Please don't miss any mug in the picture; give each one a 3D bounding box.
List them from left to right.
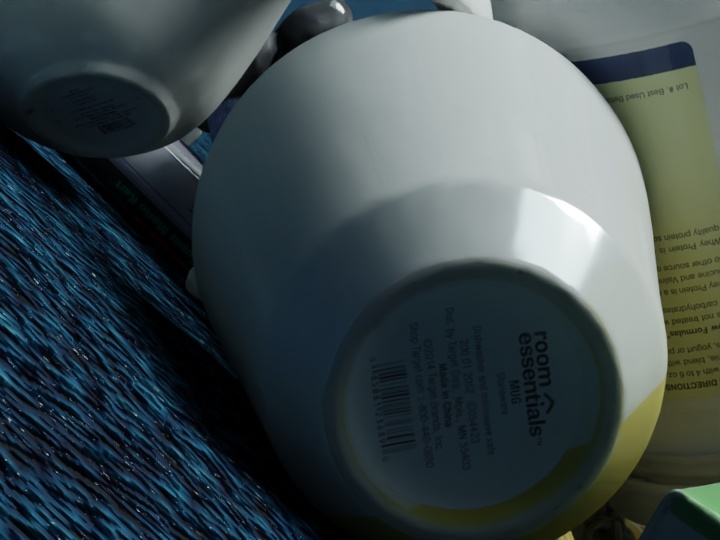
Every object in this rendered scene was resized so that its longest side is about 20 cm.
[{"bbox_3d":[0.039,0.022,0.734,0.186,0.150,0.153,36,12,-15],"label":"mug"}]

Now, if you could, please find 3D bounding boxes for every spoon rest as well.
[{"bbox_3d":[-0.049,-0.087,0.837,0.099,0.199,0.061,44,42,-47],"label":"spoon rest"}]

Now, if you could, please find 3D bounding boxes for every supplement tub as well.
[{"bbox_3d":[0.123,-0.023,0.873,0.145,0.144,0.201,-130,-156,-72],"label":"supplement tub"}]

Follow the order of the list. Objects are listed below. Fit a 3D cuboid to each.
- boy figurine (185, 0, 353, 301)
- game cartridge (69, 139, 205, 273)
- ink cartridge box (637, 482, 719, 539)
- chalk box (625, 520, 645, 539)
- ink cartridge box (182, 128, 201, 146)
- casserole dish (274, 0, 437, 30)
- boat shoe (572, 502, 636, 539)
[{"bbox_3d":[0.000,0.000,0.889,0.065,0.124,0.201,106,-36,-54],"label":"boy figurine"},{"bbox_3d":[-0.088,-0.043,1.012,0.200,0.038,0.130,44,6,9],"label":"game cartridge"},{"bbox_3d":[0.163,0.126,0.696,0.145,0.088,0.200,34,14,26],"label":"ink cartridge box"},{"bbox_3d":[0.085,0.051,1.143,0.200,0.124,0.125,42,2,-37],"label":"chalk box"},{"bbox_3d":[-0.117,-0.114,1.112,0.099,0.039,0.200,45,-12,7],"label":"ink cartridge box"},{"bbox_3d":[0.001,-0.118,1.046,0.039,0.121,0.200,40,3,-41],"label":"casserole dish"},{"bbox_3d":[0.062,0.071,0.928,0.201,0.063,0.073,55,4,17],"label":"boat shoe"}]
